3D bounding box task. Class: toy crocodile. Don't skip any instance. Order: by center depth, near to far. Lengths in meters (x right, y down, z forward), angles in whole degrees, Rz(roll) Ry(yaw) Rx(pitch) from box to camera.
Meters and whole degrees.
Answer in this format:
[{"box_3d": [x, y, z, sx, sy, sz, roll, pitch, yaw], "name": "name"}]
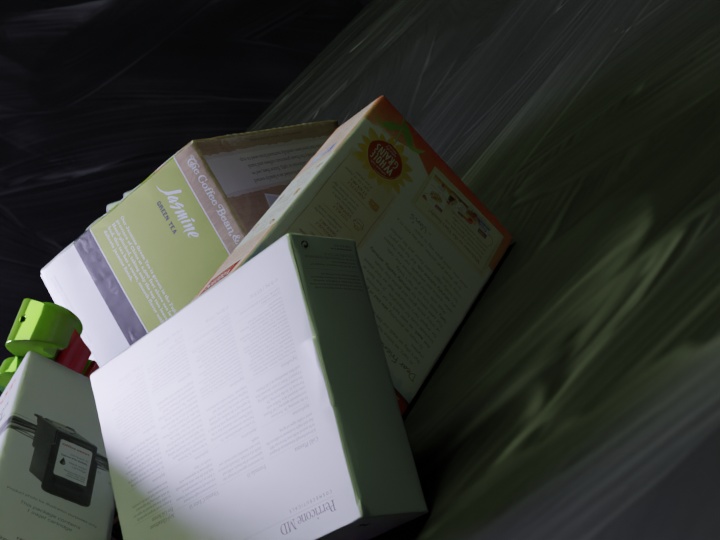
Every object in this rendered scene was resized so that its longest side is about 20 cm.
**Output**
[{"box_3d": [-0.211, 0.088, 1.015, 0.062, 0.200, 0.068, 9, 51, 16], "name": "toy crocodile"}]

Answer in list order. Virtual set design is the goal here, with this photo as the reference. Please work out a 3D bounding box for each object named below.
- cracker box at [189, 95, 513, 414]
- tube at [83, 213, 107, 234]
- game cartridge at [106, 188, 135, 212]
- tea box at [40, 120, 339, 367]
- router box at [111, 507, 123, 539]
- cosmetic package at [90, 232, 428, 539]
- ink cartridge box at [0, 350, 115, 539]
[{"box_3d": [0.000, 0.000, 0.884, 0.058, 0.134, 0.200, -31, 16, 46], "name": "cracker box"}, {"box_3d": [-0.180, 0.038, 1.249, 0.050, 0.200, 0.077, 12, 48, 42], "name": "tube"}, {"box_3d": [-0.133, -0.024, 1.301, 0.133, 0.200, 0.041, -21, 58, 7], "name": "game cartridge"}, {"box_3d": [-0.102, -0.007, 1.110, 0.197, 0.134, 0.200, -35, -9, 31], "name": "tea box"}, {"box_3d": [-0.125, 0.143, 0.971, 0.150, 0.062, 0.200, -48, 12, -24], "name": "router box"}, {"box_3d": [-0.063, 0.090, 0.758, 0.052, 0.151, 0.200, 6, -28, -42], "name": "cosmetic package"}, {"box_3d": [-0.220, 0.169, 0.888, 0.145, 0.083, 0.200, -54, 19, 22], "name": "ink cartridge box"}]
